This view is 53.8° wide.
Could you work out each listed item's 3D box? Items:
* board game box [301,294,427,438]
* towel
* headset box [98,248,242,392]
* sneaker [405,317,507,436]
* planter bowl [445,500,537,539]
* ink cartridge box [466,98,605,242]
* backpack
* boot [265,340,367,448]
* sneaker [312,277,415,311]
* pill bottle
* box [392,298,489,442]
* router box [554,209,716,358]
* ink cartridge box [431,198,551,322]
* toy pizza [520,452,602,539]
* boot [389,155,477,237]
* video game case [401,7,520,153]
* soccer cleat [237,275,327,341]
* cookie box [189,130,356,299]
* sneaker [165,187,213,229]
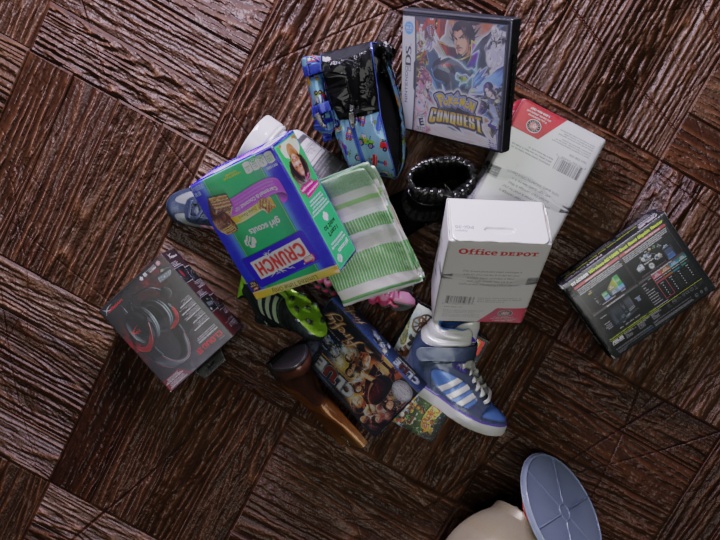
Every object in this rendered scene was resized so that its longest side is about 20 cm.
[{"bbox_3d":[-0.004,0.155,1.145,0.200,0.035,0.136,45,127,12],"label":"board game box"},{"bbox_3d":[-0.007,-0.050,1.063,0.151,0.023,0.201,-19,111,24],"label":"towel"},{"bbox_3d":[-0.307,0.089,1.183,0.148,0.075,0.200,-40,95,8],"label":"headset box"},{"bbox_3d":[0.173,0.156,1.125,0.199,0.081,0.147,30,105,4],"label":"sneaker"},{"bbox_3d":[0.243,0.471,1.171,0.200,0.200,0.135,40,72,-3],"label":"planter bowl"},{"bbox_3d":[0.264,-0.143,1.111,0.143,0.084,0.202,26,99,-2],"label":"ink cartridge box"},{"bbox_3d":[0.001,-0.233,1.068,0.133,0.183,0.202,-10,107,9],"label":"backpack"},{"bbox_3d":[-0.065,0.214,1.141,0.068,0.188,0.201,-41,94,-26],"label":"boot"},{"bbox_3d":[0.000,0.000,1.164,0.198,0.079,0.097,14,79,0],"label":"sneaker"},{"bbox_3d":[-0.089,-0.147,1.115,0.199,0.113,0.114,36,99,-3],"label":"pill bottle"},{"bbox_3d":[0.108,0.169,1.192,0.136,0.038,0.202,27,99,-1],"label":"box"},{"bbox_3d":[0.437,0.021,1.139,0.199,0.062,0.150,-36,96,8],"label":"router box"},{"bbox_3d":[0.187,-0.010,1.053,0.145,0.084,0.201,2,143,-1],"label":"ink cartridge box"},{"bbox_3d":[0.319,0.396,1.148,0.200,0.200,0.032,48,124,-5],"label":"toy pizza"},{"bbox_3d":[0.073,-0.100,1.080,0.209,0.158,0.080,-28,85,-1],"label":"boot"},{"bbox_3d":[0.138,-0.282,1.041,0.199,0.025,0.183,24,124,40],"label":"video game case"},{"bbox_3d":[-0.127,0.065,1.145,0.200,0.067,0.082,38,116,33],"label":"soccer cleat"},{"bbox_3d":[-0.126,-0.075,1.036,0.170,0.075,0.201,-18,110,33],"label":"cookie box"},{"bbox_3d":[-0.225,-0.097,1.146,0.197,0.082,0.071,3,101,3],"label":"sneaker"}]
